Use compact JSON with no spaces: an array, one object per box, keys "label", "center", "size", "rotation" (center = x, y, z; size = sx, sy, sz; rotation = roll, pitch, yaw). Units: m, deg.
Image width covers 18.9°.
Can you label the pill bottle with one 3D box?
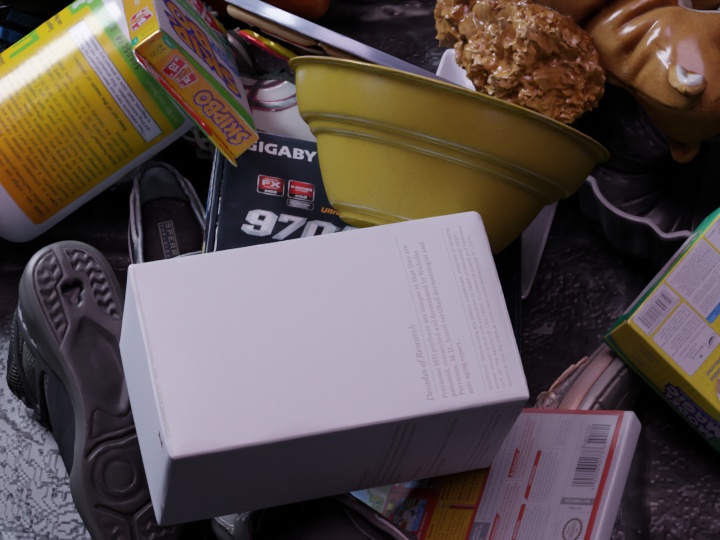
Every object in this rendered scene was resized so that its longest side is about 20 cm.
[{"label":"pill bottle","center":[-0.211,-0.089,1.410],"size":[0.200,0.111,0.111],"rotation":[-35,58,0]}]

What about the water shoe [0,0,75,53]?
[{"label":"water shoe","center":[-0.257,-0.182,1.521],"size":[0.071,0.079,0.200],"rotation":[28,58,21]}]

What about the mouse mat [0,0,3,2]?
[{"label":"mouse mat","center":[-0.191,-0.250,1.492],"size":[0.160,0.008,0.200],"rotation":[-25,30,7]}]

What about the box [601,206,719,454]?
[{"label":"box","center":[0.256,0.066,1.301],"size":[0.200,0.048,0.117],"rotation":[44,68,1]}]

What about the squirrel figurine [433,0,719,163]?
[{"label":"squirrel figurine","center":[0.152,-0.148,1.374],"size":[0.199,0.142,0.187],"rotation":[-26,68,-14]}]

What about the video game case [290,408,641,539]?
[{"label":"video game case","center":[0.053,0.141,1.254],"size":[0.199,0.017,0.143],"rotation":[0,53,31]}]

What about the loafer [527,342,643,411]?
[{"label":"loafer","center":[0.106,0.109,1.302],"size":[0.063,0.072,0.200],"rotation":[21,59,24]}]

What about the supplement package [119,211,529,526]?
[{"label":"supplement package","center":[-0.024,0.055,1.202],"size":[0.199,0.117,0.118],"rotation":[-9,68,-13]}]

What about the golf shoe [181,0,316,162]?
[{"label":"golf shoe","center":[-0.070,-0.099,1.469],"size":[0.200,0.077,0.088],"rotation":[35,76,31]}]

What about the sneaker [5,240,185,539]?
[{"label":"sneaker","center":[-0.161,0.089,1.326],"size":[0.076,0.114,0.200],"rotation":[-19,82,-19]}]

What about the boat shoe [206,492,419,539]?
[{"label":"boat shoe","center":[-0.025,0.148,1.241],"size":[0.200,0.057,0.067],"rotation":[23,67,42]}]

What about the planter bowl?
[{"label":"planter bowl","center":[0.041,-0.057,1.287],"size":[0.200,0.200,0.084],"rotation":[17,86,13]}]

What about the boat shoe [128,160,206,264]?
[{"label":"boat shoe","center":[-0.108,0.015,1.374],"size":[0.073,0.068,0.200],"rotation":[-9,53,-5]}]

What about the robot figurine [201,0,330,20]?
[{"label":"robot figurine","center":[-0.085,-0.237,1.538],"size":[0.199,0.117,0.144],"rotation":[3,58,2]}]

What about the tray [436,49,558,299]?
[{"label":"tray","center":[0.084,-0.064,1.460],"size":[0.107,0.022,0.200],"rotation":[13,54,10]}]

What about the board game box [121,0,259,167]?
[{"label":"board game box","center":[-0.111,-0.141,1.357],"size":[0.030,0.096,0.200],"rotation":[-37,29,12]}]

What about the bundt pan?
[{"label":"bundt pan","center":[0.227,-0.073,1.429],"size":[0.201,0.076,0.202],"rotation":[0,53,0]}]

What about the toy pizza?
[{"label":"toy pizza","center":[-0.002,-0.132,1.410],"size":[0.200,0.200,0.032],"rotation":[24,96,18]}]

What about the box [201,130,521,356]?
[{"label":"box","center":[0.000,0.000,1.343],"size":[0.199,0.046,0.159],"rotation":[11,52,-9]}]
